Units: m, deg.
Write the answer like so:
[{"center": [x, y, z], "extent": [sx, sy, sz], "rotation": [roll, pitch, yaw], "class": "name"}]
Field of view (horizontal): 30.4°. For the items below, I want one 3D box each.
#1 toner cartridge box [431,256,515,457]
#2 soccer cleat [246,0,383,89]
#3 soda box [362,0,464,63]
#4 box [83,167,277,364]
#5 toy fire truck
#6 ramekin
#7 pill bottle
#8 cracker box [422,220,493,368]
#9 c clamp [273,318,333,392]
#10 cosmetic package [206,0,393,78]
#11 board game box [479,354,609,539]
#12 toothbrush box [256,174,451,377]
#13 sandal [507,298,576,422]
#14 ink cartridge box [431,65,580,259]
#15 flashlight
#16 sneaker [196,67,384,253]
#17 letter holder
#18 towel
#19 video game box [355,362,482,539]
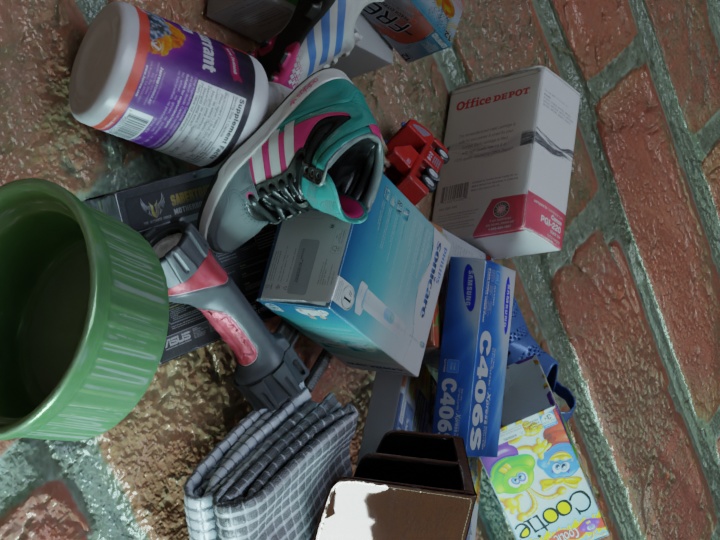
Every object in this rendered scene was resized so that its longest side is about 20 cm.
[{"center": [0.119, 0.093, 1.388], "extent": [0.095, 0.043, 0.203], "rotation": [16, 79, -64], "class": "toner cartridge box"}, {"center": [-0.049, -0.213, 1.292], "extent": [0.086, 0.200, 0.070], "rotation": [11, 43, -38], "class": "soccer cleat"}, {"center": [0.021, -0.307, 1.352], "extent": [0.200, 0.063, 0.069], "rotation": [43, 51, -31], "class": "soda box"}, {"center": [-0.153, -0.014, 1.249], "extent": [0.199, 0.048, 0.160], "rotation": [-23, 101, -48], "class": "box"}, {"center": [0.020, -0.129, 1.424], "extent": [0.141, 0.049, 0.200], "rotation": [45, 27, -8], "class": "toy fire truck"}, {"center": [-0.243, 0.038, 1.039], "extent": [0.097, 0.198, 0.203], "rotation": [22, 68, -52], "class": "ramekin"}, {"center": [-0.152, -0.157, 1.200], "extent": [0.198, 0.111, 0.113], "rotation": [18, 70, -33], "class": "pill bottle"}, {"center": [0.093, 0.035, 1.461], "extent": [0.200, 0.057, 0.136], "rotation": [24, 60, -61], "class": "cracker box"}, {"center": [-0.036, 0.070, 1.347], "extent": [0.201, 0.027, 0.172], "rotation": [-56, 150, -28], "class": "c clamp"}, {"center": [-0.058, -0.284, 1.369], "extent": [0.199, 0.084, 0.109], "rotation": [17, 69, -44], "class": "cosmetic package"}, {"center": [0.197, 0.218, 1.514], "extent": [0.105, 0.102, 0.201], "rotation": [-101, 167, -60], "class": "board game box"}, {"center": [0.000, 0.000, 1.276], "extent": [0.200, 0.084, 0.148], "rotation": [38, 62, -55], "class": "toothbrush box"}, {"center": [0.203, 0.113, 1.595], "extent": [0.079, 0.086, 0.202], "rotation": [-35, 108, -42], "class": "sandal"}, {"center": [0.168, -0.121, 1.546], "extent": [0.084, 0.145, 0.203], "rotation": [24, 68, -41], "class": "ink cartridge box"}, {"center": [-0.127, 0.046, 1.191], "extent": [0.201, 0.067, 0.068], "rotation": [58, 42, -31], "class": "flashlight"}, {"center": [-0.051, -0.070, 1.168], "extent": [0.200, 0.121, 0.083], "rotation": [-49, 141, 9], "class": "sneaker"}, {"center": [0.018, 0.262, 1.267], "extent": [0.101, 0.140, 0.202], "rotation": [-98, -164, -65], "class": "letter holder"}, {"center": [-0.073, 0.222, 1.244], "extent": [0.200, 0.085, 0.167], "rotation": [-41, 134, -44], "class": "towel"}, {"center": [0.068, 0.206, 1.409], "extent": [0.183, 0.046, 0.201], "rotation": [60, 23, -26], "class": "video game box"}]
